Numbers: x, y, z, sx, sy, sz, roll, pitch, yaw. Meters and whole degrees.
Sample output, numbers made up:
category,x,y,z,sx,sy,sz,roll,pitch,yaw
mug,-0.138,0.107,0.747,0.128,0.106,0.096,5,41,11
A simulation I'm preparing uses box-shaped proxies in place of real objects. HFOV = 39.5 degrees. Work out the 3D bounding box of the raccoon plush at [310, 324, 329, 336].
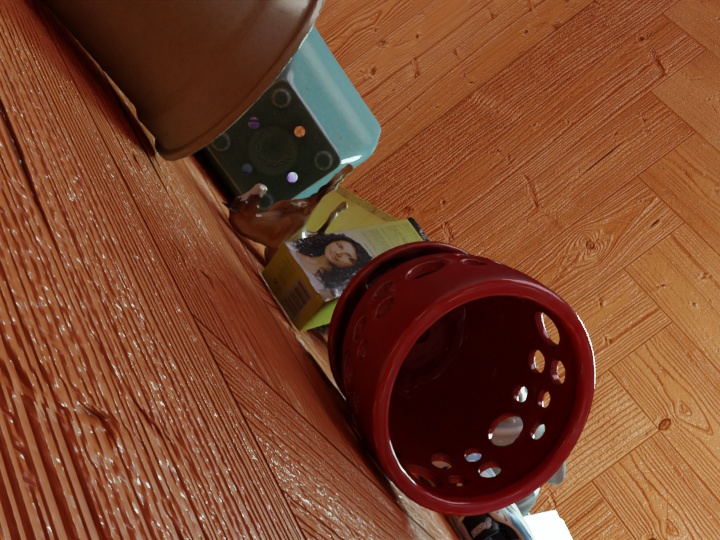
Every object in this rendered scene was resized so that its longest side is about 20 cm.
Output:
category,x,y,z,sx,sy,sz,roll,pitch,yaw
raccoon plush,0.028,0.032,1.061,0.134,0.196,0.099,47,40,-76

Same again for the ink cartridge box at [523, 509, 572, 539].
category,x,y,z,sx,sy,sz,roll,pitch,yaw
ink cartridge box,0.243,0.357,1.176,0.199,0.048,0.147,9,51,-53

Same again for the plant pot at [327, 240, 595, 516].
category,x,y,z,sx,sy,sz,roll,pitch,yaw
plant pot,0.071,0.077,0.861,0.201,0.200,0.182,53,-7,-27

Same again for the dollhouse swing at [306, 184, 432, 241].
category,x,y,z,sx,sy,sz,roll,pitch,yaw
dollhouse swing,-0.031,-0.005,1.357,0.198,0.176,0.183,30,-39,10

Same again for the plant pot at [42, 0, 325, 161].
category,x,y,z,sx,sy,sz,roll,pitch,yaw
plant pot,-0.156,-0.221,0.765,0.183,0.201,0.201,40,7,-28

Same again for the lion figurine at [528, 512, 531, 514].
category,x,y,z,sx,sy,sz,roll,pitch,yaw
lion figurine,0.186,0.332,1.276,0.123,0.072,0.200,51,1,33

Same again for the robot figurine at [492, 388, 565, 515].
category,x,y,z,sx,sy,sz,roll,pitch,yaw
robot figurine,0.155,0.211,1.169,0.113,0.167,0.203,-62,153,-62

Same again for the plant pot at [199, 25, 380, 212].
category,x,y,z,sx,sy,sz,roll,pitch,yaw
plant pot,-0.098,-0.162,1.170,0.197,0.195,0.201,54,11,-19

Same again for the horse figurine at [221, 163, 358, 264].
category,x,y,z,sx,sy,sz,roll,pitch,yaw
horse figurine,-0.062,-0.041,1.040,0.050,0.132,0.201,50,-14,22

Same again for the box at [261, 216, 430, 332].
category,x,y,z,sx,sy,sz,roll,pitch,yaw
box,0.000,0.000,0.984,0.199,0.050,0.076,-15,63,-50

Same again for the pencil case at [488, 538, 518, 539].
category,x,y,z,sx,sy,sz,roll,pitch,yaw
pencil case,0.111,0.230,0.677,0.084,0.085,0.200,55,2,10

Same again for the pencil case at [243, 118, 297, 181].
category,x,y,z,sx,sy,sz,roll,pitch,yaw
pencil case,-0.128,-0.147,1.397,0.084,0.085,0.200,19,-4,10

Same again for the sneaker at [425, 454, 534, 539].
category,x,y,z,sx,sy,sz,roll,pitch,yaw
sneaker,0.120,0.247,1.077,0.201,0.072,0.072,51,9,6
